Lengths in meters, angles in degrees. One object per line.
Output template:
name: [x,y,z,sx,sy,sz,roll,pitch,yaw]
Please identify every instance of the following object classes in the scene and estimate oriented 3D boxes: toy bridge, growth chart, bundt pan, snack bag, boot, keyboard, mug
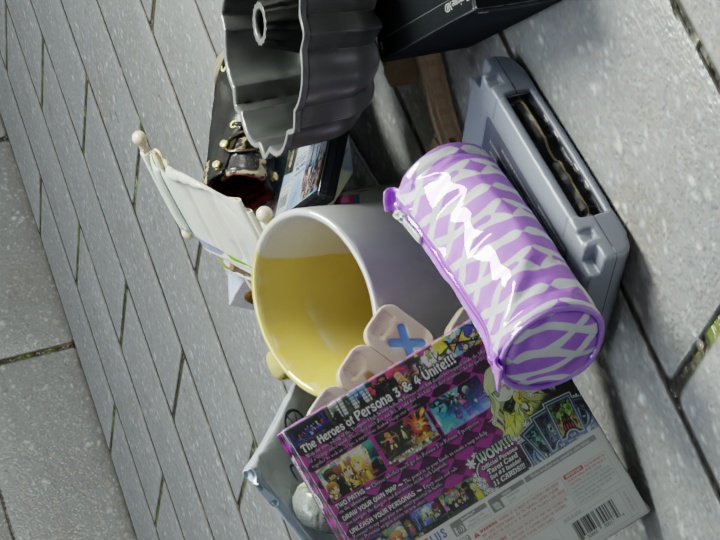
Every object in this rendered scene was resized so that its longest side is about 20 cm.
toy bridge: [0.039,-0.176,1.498,0.067,0.027,0.200,108,145,-56]
growth chart: [-0.115,-0.034,1.607,0.200,0.018,0.145,30,153,40]
bundt pan: [-0.041,-0.186,1.384,0.202,0.076,0.203,173,90,-70]
snack bag: [-0.013,0.178,1.547,0.189,0.021,0.200,54,-147,-19]
boot: [-0.090,-0.146,1.608,0.200,0.073,0.151,138,141,-60]
keyboard: [0.017,-0.050,1.689,0.056,0.011,0.200,93,156,-43]
mug: [0.006,0.010,1.474,0.186,0.153,0.150,0,103,49]

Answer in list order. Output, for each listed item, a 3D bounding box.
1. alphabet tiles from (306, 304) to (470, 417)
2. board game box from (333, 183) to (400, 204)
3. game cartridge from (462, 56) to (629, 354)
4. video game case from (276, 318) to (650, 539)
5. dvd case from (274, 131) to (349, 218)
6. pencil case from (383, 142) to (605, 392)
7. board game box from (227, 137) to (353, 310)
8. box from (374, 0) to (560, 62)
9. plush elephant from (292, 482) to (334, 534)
alphabet tiles: [0.066,0.121,1.335,0.195,0.200,0.015,38,151,-4]
board game box: [0.000,0.000,1.659,0.200,0.064,0.148,180,81,-67]
game cartridge: [0.126,-0.039,1.318,0.133,0.041,0.200,102,149,-48]
video game case: [0.072,0.140,1.283,0.182,0.200,0.036,59,165,3]
dvd case: [-0.026,-0.139,1.509,0.143,0.017,0.201,152,132,-70]
pencil case: [0.089,-0.006,1.263,0.200,0.085,0.084,-123,27,-45]
board game box: [-0.072,-0.100,1.694,0.200,0.041,0.200,123,150,-43]
box: [0.064,-0.234,1.292,0.200,0.079,0.142,170,92,-72]
plush elephant: [0.076,0.144,1.442,0.165,0.199,0.155,14,94,56]
